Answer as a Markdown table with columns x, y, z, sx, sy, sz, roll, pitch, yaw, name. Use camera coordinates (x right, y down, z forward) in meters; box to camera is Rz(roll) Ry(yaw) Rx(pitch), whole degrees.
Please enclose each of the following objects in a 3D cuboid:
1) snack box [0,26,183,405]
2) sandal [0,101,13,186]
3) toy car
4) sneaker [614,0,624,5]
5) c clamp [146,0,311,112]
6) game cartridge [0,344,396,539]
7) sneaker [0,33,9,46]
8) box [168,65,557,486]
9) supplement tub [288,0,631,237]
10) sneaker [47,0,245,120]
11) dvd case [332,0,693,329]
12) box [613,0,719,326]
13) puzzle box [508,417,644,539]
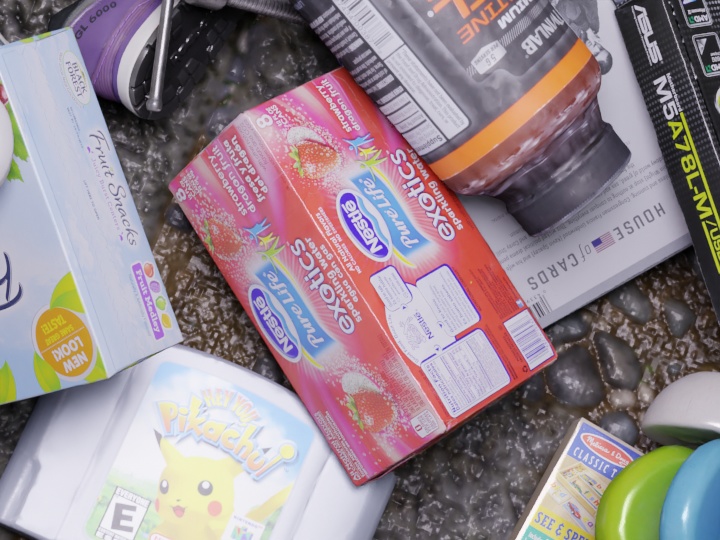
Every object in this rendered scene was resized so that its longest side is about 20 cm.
| x | y | z | sx | sy | sz | roll | pitch | yaw | name |
| --- | --- | --- | --- | --- | --- | --- | --- | --- | --- |
| -0.205 | -0.014 | 1.125 | 0.068 | 0.200 | 0.169 | -27 | 101 | -51 | snack box |
| -0.259 | -0.045 | 1.049 | 0.202 | 0.050 | 0.083 | -21 | 73 | 18 | sandal |
| 0.227 | 0.149 | 1.164 | 0.199 | 0.150 | 0.176 | 16 | 78 | -5 | toy car |
| 0.130 | -0.171 | 1.270 | 0.200 | 0.081 | 0.074 | 43 | 77 | 1 | sneaker |
| -0.040 | -0.169 | 1.224 | 0.200 | 0.027 | 0.172 | 0 | 98 | -48 | c clamp |
| -0.088 | 0.116 | 1.212 | 0.199 | 0.040 | 0.134 | 24 | 74 | -3 | game cartridge |
| -0.201 | -0.070 | 1.203 | 0.077 | 0.086 | 0.201 | -24 | 84 | -13 | sneaker |
| 0.000 | 0.000 | 1.198 | 0.100 | 0.095 | 0.200 | -29 | 85 | -41 | box |
| 0.054 | -0.115 | 1.165 | 0.107 | 0.107 | 0.200 | -43 | 98 | -13 | supplement tub |
| -0.099 | -0.179 | 1.245 | 0.087 | 0.076 | 0.200 | 25 | 59 | 26 | sneaker |
| 0.095 | -0.077 | 1.237 | 0.150 | 0.025 | 0.200 | -29 | 99 | 4 | dvd case |
| 0.251 | -0.075 | 1.246 | 0.200 | 0.047 | 0.194 | -11 | 78 | -39 | box |
| 0.175 | 0.189 | 1.240 | 0.200 | 0.025 | 0.133 | 30 | 77 | -1 | puzzle box |
